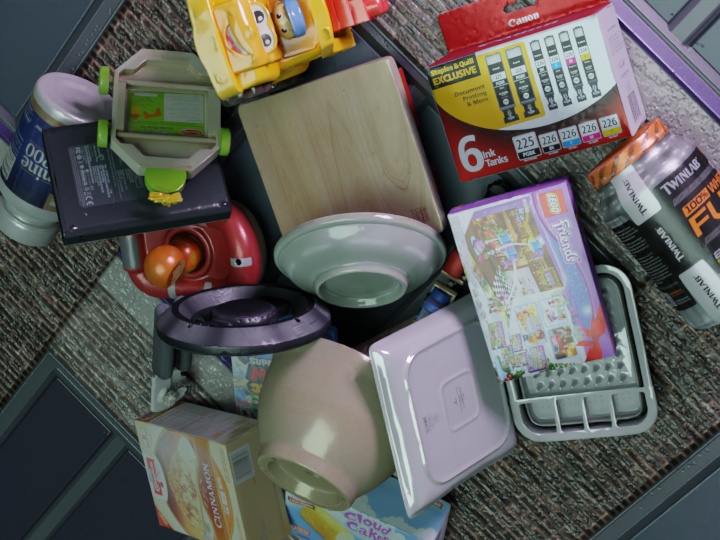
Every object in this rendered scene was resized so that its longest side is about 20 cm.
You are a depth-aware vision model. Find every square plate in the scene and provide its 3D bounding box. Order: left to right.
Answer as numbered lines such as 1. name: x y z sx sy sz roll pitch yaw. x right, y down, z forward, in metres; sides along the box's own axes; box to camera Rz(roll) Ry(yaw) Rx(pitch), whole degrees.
1. square plate: 0.103 0.146 1.503 0.028 0.197 0.203 -1 107 45

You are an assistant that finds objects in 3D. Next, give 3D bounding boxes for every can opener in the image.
1. can opener: -0.243 0.105 1.682 0.067 0.052 0.201 48 146 26

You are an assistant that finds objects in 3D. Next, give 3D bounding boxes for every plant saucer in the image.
1. plant saucer: 0.000 0.000 1.516 0.198 0.200 0.051 -13 63 25

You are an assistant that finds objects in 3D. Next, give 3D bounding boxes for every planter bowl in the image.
1. planter bowl: -0.038 0.187 1.529 0.198 0.136 0.201 23 154 12

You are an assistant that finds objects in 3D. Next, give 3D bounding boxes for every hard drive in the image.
1. hard drive: -0.260 -0.112 1.565 0.033 0.197 0.141 119 138 -64

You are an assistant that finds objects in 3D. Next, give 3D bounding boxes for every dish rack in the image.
1. dish rack: 0.244 0.091 1.528 0.169 0.044 0.203 -8 105 25

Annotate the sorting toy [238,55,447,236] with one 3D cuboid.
1. sorting toy: -0.013 -0.126 1.539 0.196 0.070 0.203 -14 104 26

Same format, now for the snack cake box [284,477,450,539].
1. snack cake box: 0.006 0.306 1.669 0.198 0.067 0.116 22 139 14

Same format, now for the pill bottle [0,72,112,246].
1. pill bottle: -0.382 -0.133 1.663 0.110 0.111 0.201 34 118 7

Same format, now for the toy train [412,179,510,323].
1. toy train: 0.115 -0.011 1.521 0.034 0.046 0.202 30 105 8

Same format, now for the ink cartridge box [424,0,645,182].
1. ink cartridge box: 0.179 -0.209 1.423 0.198 0.084 0.178 -14 102 26

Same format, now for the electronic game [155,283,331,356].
1. electronic game: -0.131 0.057 1.511 0.197 0.200 0.042 4 107 20

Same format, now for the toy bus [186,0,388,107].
1. toy bus: -0.071 -0.269 1.445 0.189 0.200 0.138 -13 100 18

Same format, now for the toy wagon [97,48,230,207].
1. toy wagon: -0.227 -0.162 1.554 0.153 0.203 0.040 3 158 -12

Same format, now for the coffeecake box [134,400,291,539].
1. coffeecake box: -0.190 0.261 1.707 0.198 0.073 0.156 6 113 47

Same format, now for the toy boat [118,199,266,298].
1. toy boat: -0.215 -0.017 1.626 0.197 0.131 0.133 2 110 21

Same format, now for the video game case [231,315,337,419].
1. video game case: -0.093 0.129 1.656 0.141 0.018 0.202 15 133 17

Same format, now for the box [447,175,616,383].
1. box: 0.189 0.012 1.469 0.135 0.039 0.203 -14 102 18

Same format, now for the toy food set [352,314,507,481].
1. toy food set: 0.073 0.164 1.624 0.143 0.060 0.202 -28 95 39

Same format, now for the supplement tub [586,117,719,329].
1. supplement tub: 0.333 -0.051 1.396 0.122 0.123 0.201 -39 92 28
